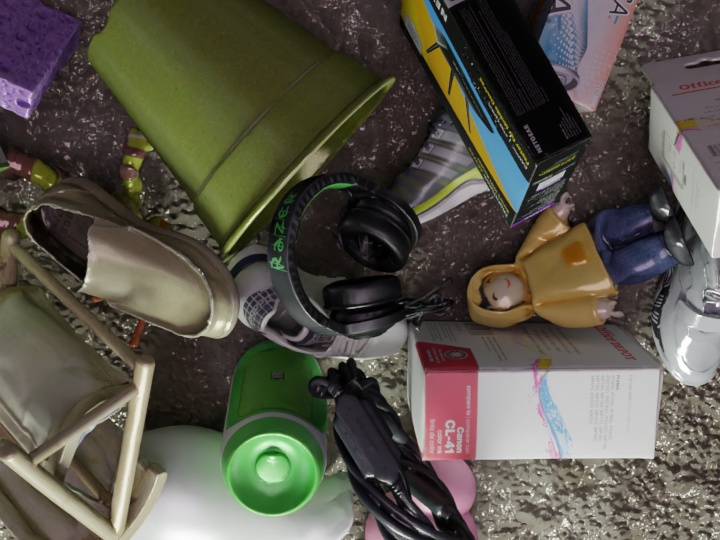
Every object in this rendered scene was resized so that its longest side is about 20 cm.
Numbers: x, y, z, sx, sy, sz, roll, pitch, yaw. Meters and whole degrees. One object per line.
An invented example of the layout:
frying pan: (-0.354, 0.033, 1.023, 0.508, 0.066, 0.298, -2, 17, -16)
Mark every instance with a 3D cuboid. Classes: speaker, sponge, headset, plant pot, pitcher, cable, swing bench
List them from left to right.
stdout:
sponge: (-0.331, -0.201, 0.853, 0.198, 0.112, 0.030, 23, 134, -9)
swing bench: (-0.263, 0.114, 0.881, 0.129, 0.198, 0.201, -34, 146, -30)
pitcher: (-0.129, 0.234, 0.995, 0.198, 0.122, 0.173, 19, 113, -21)
plant pot: (-0.108, -0.143, 0.858, 0.190, 0.200, 0.200, 43, 100, -1)
speaker: (-0.071, 0.125, 0.915, 0.087, 0.200, 0.089, -1, 107, -3)
headset: (0.000, 0.000, 0.872, 0.199, 0.093, 0.125, 24, 71, -39)
cable: (0.028, 0.165, 0.893, 0.051, 0.163, 0.201, -36, 80, 4)

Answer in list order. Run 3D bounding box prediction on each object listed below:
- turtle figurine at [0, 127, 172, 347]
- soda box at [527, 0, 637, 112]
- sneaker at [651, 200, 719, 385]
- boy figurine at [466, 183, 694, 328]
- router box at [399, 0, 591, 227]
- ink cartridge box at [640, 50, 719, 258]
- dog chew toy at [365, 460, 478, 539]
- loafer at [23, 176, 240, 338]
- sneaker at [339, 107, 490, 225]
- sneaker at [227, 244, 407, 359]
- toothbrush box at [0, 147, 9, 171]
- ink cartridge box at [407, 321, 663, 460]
turtle figurine: (-0.229, -0.036, 0.930, 0.160, 0.064, 0.202, 14, 105, -7)
soda box: (0.187, -0.232, 0.877, 0.068, 0.064, 0.202, 20, 92, -9)
sneaker: (0.311, 0.019, 0.950, 0.074, 0.115, 0.202, 3, 106, -4)
boy figurine: (0.182, -0.008, 0.947, 0.198, 0.064, 0.126, -21, 65, 18)
router box: (0.096, -0.148, 0.830, 0.051, 0.149, 0.201, -25, 76, -6)
ink cartridge box: (0.309, -0.104, 0.888, 0.115, 0.201, 0.068, -9, 130, 0)
dog chew toy: (0.053, 0.258, 1.009, 0.123, 0.125, 0.202, 12, 97, -7)
loafer: (-0.182, -0.003, 0.837, 0.199, 0.068, 0.076, 29, 119, 20)
sneaker: (0.069, -0.094, 0.935, 0.199, 0.074, 0.082, -26, 95, 0)
sneaker: (-0.029, 0.047, 0.928, 0.199, 0.080, 0.077, 18, 107, -39)
toothbrush box: (-0.404, -0.072, 0.848, 0.198, 0.146, 0.087, -23, 93, 12)
ink cartridge box: (0.144, 0.101, 0.947, 0.198, 0.148, 0.087, 2, 102, -2)
